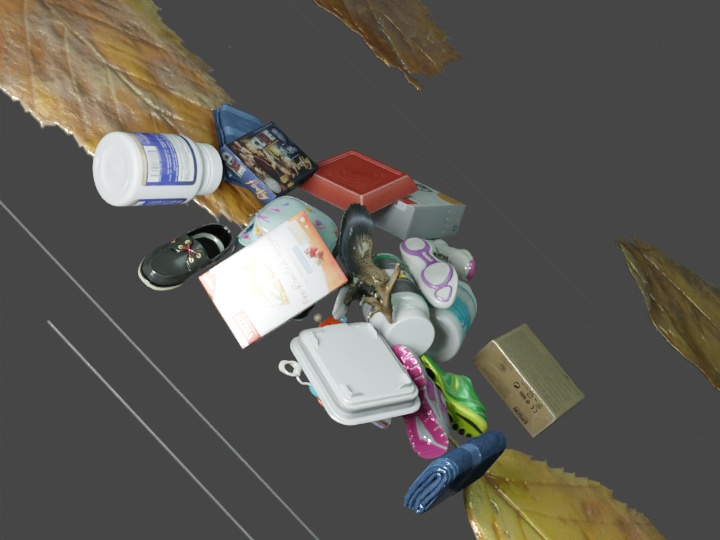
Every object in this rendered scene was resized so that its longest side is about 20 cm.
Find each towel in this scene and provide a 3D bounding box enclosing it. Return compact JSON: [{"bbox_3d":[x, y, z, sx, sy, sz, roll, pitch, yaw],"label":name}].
[{"bbox_3d":[0.157,0.323,1.517,0.049,0.112,0.199,48,31,22],"label":"towel"},{"bbox_3d":[-0.229,-0.239,1.831,0.111,0.049,0.201,18,39,-35],"label":"towel"}]

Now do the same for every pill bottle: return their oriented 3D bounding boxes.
[{"bbox_3d":[0.059,0.066,1.690,0.112,0.113,0.200,22,24,-30],"label":"pill bottle"},{"bbox_3d":[-0.335,-0.170,1.565,0.199,0.120,0.120,-7,56,-52],"label":"pill bottle"},{"bbox_3d":[0.164,0.089,1.818,0.111,0.111,0.200,41,31,-2],"label":"pill bottle"}]

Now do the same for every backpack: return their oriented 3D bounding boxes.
[{"bbox_3d":[-0.123,-0.037,1.612,0.175,0.154,0.200,28,24,-1],"label":"backpack"}]

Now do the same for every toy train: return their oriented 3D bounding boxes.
[{"bbox_3d":[-0.052,0.157,1.560,0.149,0.056,0.200,30,36,13],"label":"toy train"}]

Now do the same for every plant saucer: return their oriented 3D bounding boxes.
[{"bbox_3d":[-0.011,-0.189,1.908,0.199,0.037,0.199,28,37,30],"label":"plant saucer"}]

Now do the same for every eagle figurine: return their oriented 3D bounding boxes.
[{"bbox_3d":[0.006,0.001,1.610,0.151,0.152,0.200,30,17,-44],"label":"eagle figurine"}]

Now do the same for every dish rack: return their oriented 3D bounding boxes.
[{"bbox_3d":[-0.005,0.154,1.502,0.170,0.044,0.200,-6,42,-32],"label":"dish rack"}]

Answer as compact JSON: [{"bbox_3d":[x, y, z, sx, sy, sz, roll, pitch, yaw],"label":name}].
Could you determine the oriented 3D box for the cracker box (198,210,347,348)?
[{"bbox_3d":[-0.137,0.015,1.478,0.135,0.199,0.058,57,-4,3],"label":"cracker box"}]

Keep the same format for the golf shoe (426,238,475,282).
[{"bbox_3d":[0.163,-0.022,1.944,0.091,0.076,0.200,7,11,-29],"label":"golf shoe"}]

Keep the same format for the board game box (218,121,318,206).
[{"bbox_3d":[-0.174,-0.206,1.775,0.135,0.035,0.200,44,30,0],"label":"board game box"}]

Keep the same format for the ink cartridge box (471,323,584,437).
[{"bbox_3d":[0.343,0.220,1.894,0.200,0.075,0.164,52,31,16],"label":"ink cartridge box"}]

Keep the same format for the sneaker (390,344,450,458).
[{"bbox_3d":[0.098,0.219,1.605,0.202,0.081,0.088,69,19,-4],"label":"sneaker"}]

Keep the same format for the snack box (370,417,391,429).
[{"bbox_3d":[0.026,0.186,1.632,0.072,0.024,0.201,32,34,-16],"label":"snack box"}]

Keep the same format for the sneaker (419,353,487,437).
[{"bbox_3d":[0.155,0.219,1.695,0.200,0.074,0.084,46,33,-12],"label":"sneaker"}]

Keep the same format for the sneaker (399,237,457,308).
[{"bbox_3d":[0.134,0.020,1.761,0.074,0.100,0.200,-14,36,-10],"label":"sneaker"}]

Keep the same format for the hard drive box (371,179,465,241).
[{"bbox_3d":[0.104,-0.131,1.993,0.155,0.077,0.199,30,23,32],"label":"hard drive box"}]

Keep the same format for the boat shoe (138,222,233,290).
[{"bbox_3d":[-0.283,-0.027,1.511,0.074,0.063,0.201,49,34,5],"label":"boat shoe"}]
